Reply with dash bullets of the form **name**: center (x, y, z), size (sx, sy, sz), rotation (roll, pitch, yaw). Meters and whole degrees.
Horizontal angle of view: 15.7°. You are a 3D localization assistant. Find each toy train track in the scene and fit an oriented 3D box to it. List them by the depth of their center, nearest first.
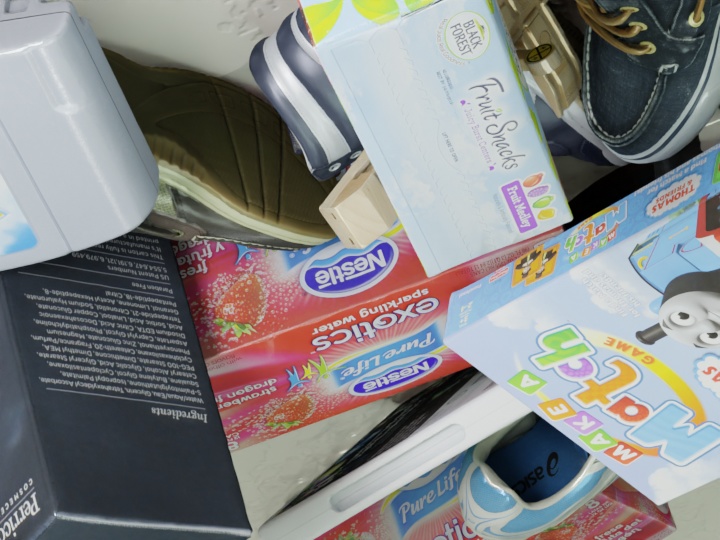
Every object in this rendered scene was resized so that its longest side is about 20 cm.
- **toy train track**: center (0.052, -0.086, 1.089), size (0.032, 0.200, 0.115), rotation (2, 136, 47)

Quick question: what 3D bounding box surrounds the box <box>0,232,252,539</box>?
- **box**: center (-0.152, 0.069, 1.189), size (0.107, 0.200, 0.148), rotation (9, 139, -38)

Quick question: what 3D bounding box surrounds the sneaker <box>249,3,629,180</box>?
- **sneaker**: center (0.037, -0.078, 1.180), size (0.108, 0.070, 0.200), rotation (-40, 136, 23)

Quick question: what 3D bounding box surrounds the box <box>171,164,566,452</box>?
- **box**: center (0.000, 0.000, 1.261), size (0.199, 0.096, 0.100), rotation (-20, 149, 2)

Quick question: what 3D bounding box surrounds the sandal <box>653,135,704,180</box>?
- **sandal**: center (0.166, -0.022, 1.220), size (0.048, 0.076, 0.201), rotation (-11, 141, 4)

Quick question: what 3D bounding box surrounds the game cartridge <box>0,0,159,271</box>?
- **game cartridge**: center (-0.191, -0.048, 1.079), size (0.199, 0.041, 0.133), rotation (-7, 144, 14)

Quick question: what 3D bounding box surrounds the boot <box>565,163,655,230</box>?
- **boot**: center (0.187, -0.016, 1.357), size (0.199, 0.075, 0.097), rotation (-20, 146, 0)

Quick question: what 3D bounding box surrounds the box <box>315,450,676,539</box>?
- **box**: center (0.068, 0.143, 1.519), size (0.200, 0.103, 0.095), rotation (-32, 145, 24)

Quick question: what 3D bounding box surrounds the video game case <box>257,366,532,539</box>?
- **video game case**: center (0.056, 0.070, 1.359), size (0.182, 0.023, 0.200), rotation (-33, -178, 28)

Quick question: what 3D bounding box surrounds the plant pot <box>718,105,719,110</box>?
- **plant pot**: center (0.236, -0.095, 1.173), size (0.200, 0.201, 0.184), rotation (-31, 135, 20)

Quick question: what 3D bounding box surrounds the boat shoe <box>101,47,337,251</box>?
- **boat shoe**: center (-0.097, -0.050, 1.164), size (0.200, 0.072, 0.066), rotation (20, 138, -39)

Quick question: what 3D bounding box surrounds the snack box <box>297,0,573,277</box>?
- **snack box**: center (0.005, -0.124, 0.968), size (0.067, 0.200, 0.169), rotation (-21, 149, 5)

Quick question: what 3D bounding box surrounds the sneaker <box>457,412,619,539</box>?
- **sneaker**: center (0.133, 0.071, 1.405), size (0.200, 0.072, 0.073), rotation (-42, 171, -18)

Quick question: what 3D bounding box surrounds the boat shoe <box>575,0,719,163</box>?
- **boat shoe**: center (0.110, -0.119, 1.067), size (0.091, 0.071, 0.201), rotation (-22, 142, -35)

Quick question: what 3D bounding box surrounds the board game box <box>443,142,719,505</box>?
- **board game box**: center (0.160, 0.022, 1.170), size (0.151, 0.037, 0.200), rotation (37, 134, -26)
